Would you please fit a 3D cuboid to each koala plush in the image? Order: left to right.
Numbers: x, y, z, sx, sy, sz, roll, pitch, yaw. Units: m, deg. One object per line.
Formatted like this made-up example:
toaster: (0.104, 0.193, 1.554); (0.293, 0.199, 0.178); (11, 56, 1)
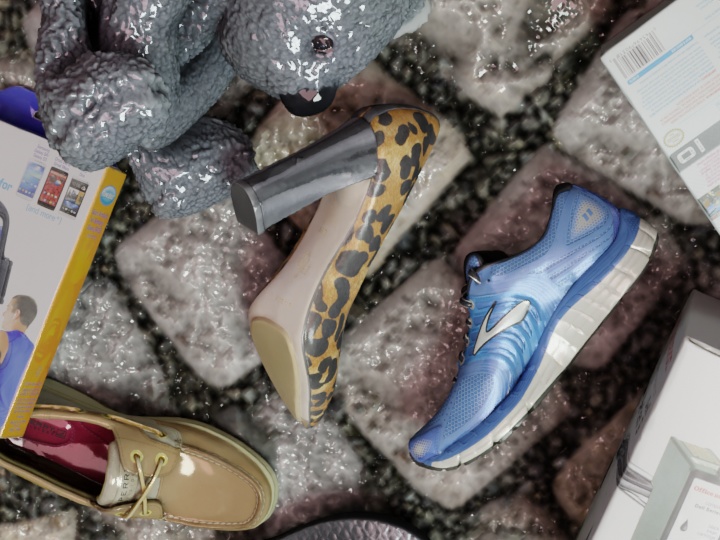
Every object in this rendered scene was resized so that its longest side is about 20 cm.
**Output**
koala plush: (-0.062, -0.148, 0.778); (0.197, 0.177, 0.187); (-12, 77, 14)

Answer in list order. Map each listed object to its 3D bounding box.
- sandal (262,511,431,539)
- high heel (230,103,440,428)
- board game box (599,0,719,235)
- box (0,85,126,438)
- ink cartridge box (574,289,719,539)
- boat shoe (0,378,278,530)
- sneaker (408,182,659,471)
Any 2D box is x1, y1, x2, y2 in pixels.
sandal: (-0.035, 0.198, 0.922); (0.197, 0.043, 0.077); (-10, 94, 21)
high heel: (0.000, 0.000, 0.865); (0.141, 0.071, 0.202); (-28, 133, -25)
board game box: (0.250, -0.085, 0.796); (0.147, 0.064, 0.201); (-34, 95, 15)
box: (-0.229, -0.013, 0.870); (0.118, 0.041, 0.203); (21, 91, 10)
ink cartridge box: (0.185, 0.126, 0.811); (0.083, 0.146, 0.202); (24, 105, 9)
boat shoe: (-0.152, 0.128, 0.904); (0.197, 0.066, 0.075); (15, 105, 5)
sneaker: (0.089, 0.034, 0.850); (0.089, 0.078, 0.201); (38, 99, 9)
